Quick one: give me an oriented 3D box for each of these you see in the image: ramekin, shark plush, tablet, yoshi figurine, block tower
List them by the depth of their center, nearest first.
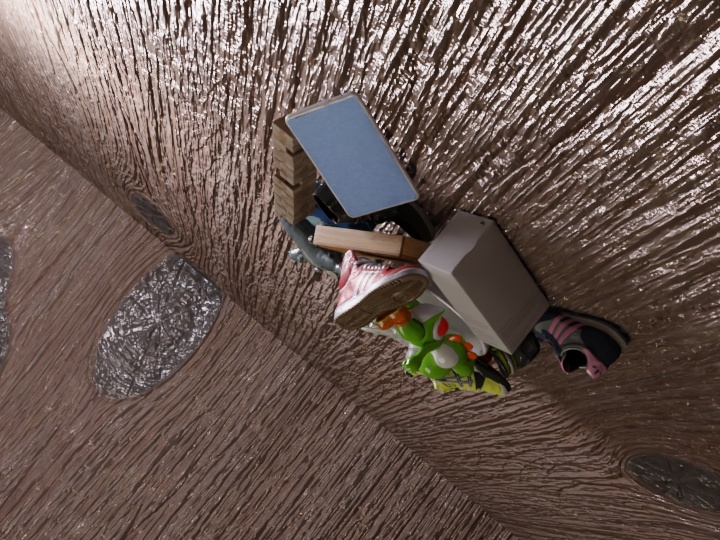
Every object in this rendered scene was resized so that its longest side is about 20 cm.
[{"bbox_3d":[-0.010,-0.166,1.507,0.129,0.014,0.201,-14,127,30],"label":"tablet"},{"bbox_3d":[0.098,0.115,1.667,0.200,0.113,0.112,41,171,-25],"label":"yoshi figurine"},{"bbox_3d":[-0.109,-0.165,1.705,0.058,0.054,0.201,41,147,28],"label":"block tower"},{"bbox_3d":[0.155,0.042,1.710,0.200,0.098,0.201,38,166,11],"label":"ramekin"},{"bbox_3d":[-0.078,-0.033,1.763,0.200,0.090,0.083,57,180,42],"label":"shark plush"}]

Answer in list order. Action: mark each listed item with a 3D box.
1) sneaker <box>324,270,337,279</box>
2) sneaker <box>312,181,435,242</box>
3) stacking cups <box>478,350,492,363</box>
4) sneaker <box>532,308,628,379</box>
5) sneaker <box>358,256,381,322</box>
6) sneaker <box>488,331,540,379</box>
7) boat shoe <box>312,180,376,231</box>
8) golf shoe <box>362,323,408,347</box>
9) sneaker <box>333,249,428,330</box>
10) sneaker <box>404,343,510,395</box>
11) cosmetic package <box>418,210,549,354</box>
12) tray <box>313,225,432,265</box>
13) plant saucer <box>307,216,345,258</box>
[{"bbox_3d":[0.007,-0.003,2.042,0.199,0.078,0.086,36,155,-13],"label":"sneaker"},{"bbox_3d":[0.020,-0.089,1.633,0.200,0.106,0.075,41,166,-7],"label":"sneaker"},{"bbox_3d":[0.207,0.157,1.922,0.060,0.061,0.200,40,179,-4],"label":"stacking cups"},{"bbox_3d":[0.311,0.111,1.553,0.070,0.082,0.200,44,166,-20],"label":"sneaker"},{"bbox_3d":[0.000,0.000,1.801,0.201,0.087,0.074,66,-168,11],"label":"sneaker"},{"bbox_3d":[0.269,0.139,1.770,0.074,0.080,0.200,63,-175,0],"label":"sneaker"},{"bbox_3d":[-0.041,-0.124,1.777,0.199,0.069,0.084,28,154,36],"label":"boat shoe"},{"bbox_3d":[0.084,0.122,2.011,0.198,0.078,0.098,2,122,31],"label":"golf shoe"},{"bbox_3d":[0.030,0.007,1.584,0.071,0.113,0.199,25,143,-31],"label":"sneaker"},{"bbox_3d":[0.166,0.178,1.781,0.199,0.077,0.075,24,-175,-9],"label":"sneaker"},{"bbox_3d":[0.188,0.019,1.536,0.085,0.108,0.200,23,157,52],"label":"cosmetic package"},{"bbox_3d":[0.026,-0.039,1.658,0.199,0.037,0.098,8,176,45],"label":"tray"},{"bbox_3d":[-0.028,-0.045,1.920,0.199,0.036,0.200,36,-167,-10],"label":"plant saucer"}]
